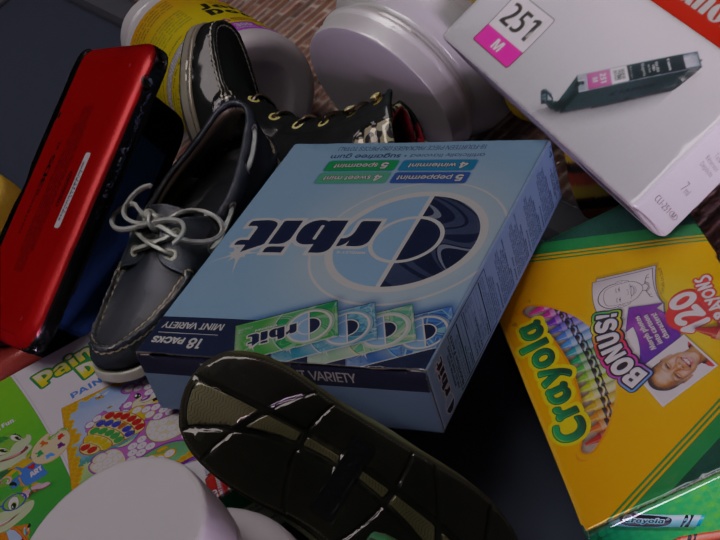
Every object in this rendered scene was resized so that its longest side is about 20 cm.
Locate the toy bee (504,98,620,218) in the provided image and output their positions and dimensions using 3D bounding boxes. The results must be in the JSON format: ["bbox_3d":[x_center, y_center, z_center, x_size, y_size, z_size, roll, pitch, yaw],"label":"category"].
[{"bbox_3d":[0.151,-0.135,0.856,0.131,0.109,0.200,-23,38,15],"label":"toy bee"}]

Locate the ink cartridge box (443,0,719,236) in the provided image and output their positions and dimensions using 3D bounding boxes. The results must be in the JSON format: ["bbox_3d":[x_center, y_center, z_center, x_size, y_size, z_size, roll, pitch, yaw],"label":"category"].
[{"bbox_3d":[0.164,-0.140,0.755,0.174,0.044,0.200,-46,46,7],"label":"ink cartridge box"}]

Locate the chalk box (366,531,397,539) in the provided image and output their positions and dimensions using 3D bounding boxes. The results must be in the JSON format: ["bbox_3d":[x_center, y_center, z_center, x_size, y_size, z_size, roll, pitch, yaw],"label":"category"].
[{"bbox_3d":[0.033,0.193,0.502,0.125,0.200,0.124,15,58,45],"label":"chalk box"}]

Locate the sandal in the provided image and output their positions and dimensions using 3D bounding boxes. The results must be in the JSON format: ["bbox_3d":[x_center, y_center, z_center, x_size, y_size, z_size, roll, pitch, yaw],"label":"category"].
[{"bbox_3d":[0.001,0.110,0.655,0.080,0.201,0.057,-48,-3,-5],"label":"sandal"}]

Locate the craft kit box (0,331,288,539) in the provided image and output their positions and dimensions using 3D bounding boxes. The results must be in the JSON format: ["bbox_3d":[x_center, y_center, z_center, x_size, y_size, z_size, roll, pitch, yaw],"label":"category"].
[{"bbox_3d":[-0.129,0.100,0.741,0.200,0.049,0.197,-30,32,-15],"label":"craft kit box"}]

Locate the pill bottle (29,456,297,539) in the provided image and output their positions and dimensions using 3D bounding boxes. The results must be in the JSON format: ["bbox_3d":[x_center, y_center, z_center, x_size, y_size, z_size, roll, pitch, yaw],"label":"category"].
[{"bbox_3d":[-0.056,0.175,0.586,0.119,0.200,0.120,-20,39,17],"label":"pill bottle"}]

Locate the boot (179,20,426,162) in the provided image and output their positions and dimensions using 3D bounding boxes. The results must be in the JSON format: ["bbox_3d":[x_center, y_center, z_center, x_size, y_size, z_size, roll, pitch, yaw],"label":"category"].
[{"bbox_3d":[-0.036,-0.096,0.910,0.154,0.073,0.204,-21,72,27],"label":"boot"}]

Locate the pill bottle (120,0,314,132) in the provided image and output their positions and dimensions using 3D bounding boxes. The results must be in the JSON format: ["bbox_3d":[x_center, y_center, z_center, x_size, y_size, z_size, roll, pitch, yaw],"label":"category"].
[{"bbox_3d":[-0.125,-0.165,1.087,0.104,0.104,0.200,-40,38,-9],"label":"pill bottle"}]

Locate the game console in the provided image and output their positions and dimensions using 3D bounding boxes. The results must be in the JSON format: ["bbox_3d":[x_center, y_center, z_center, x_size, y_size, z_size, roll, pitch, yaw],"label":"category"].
[{"bbox_3d":[-0.161,-0.032,0.885,0.172,0.119,0.200,9,76,56],"label":"game console"}]

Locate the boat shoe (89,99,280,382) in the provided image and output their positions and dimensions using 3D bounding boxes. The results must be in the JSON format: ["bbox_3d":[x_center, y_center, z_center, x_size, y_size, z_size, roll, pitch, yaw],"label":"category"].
[{"bbox_3d":[-0.106,-0.022,0.801,0.075,0.062,0.200,10,50,30],"label":"boat shoe"}]

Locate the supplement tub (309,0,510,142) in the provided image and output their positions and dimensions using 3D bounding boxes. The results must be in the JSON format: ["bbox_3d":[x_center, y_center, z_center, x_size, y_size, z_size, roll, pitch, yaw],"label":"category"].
[{"bbox_3d":[0.074,-0.185,0.934,0.145,0.146,0.200,19,61,46],"label":"supplement tub"}]

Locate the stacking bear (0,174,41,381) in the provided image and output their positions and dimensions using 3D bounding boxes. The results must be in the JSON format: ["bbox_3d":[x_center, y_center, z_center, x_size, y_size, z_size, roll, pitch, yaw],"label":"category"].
[{"bbox_3d":[-0.286,-0.025,0.969,0.114,0.200,0.122,-27,38,7],"label":"stacking bear"}]

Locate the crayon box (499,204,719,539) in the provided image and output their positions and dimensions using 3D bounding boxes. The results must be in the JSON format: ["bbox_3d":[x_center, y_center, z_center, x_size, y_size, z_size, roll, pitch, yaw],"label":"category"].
[{"bbox_3d":[0.147,0.053,0.691,0.119,0.058,0.200,-27,38,8],"label":"crayon box"}]

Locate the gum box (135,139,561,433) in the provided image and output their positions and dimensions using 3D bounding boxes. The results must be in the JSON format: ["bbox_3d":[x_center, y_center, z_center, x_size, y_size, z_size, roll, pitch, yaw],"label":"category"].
[{"bbox_3d":[0.000,0.000,0.742,0.170,0.045,0.200,2,38,28],"label":"gum box"}]
